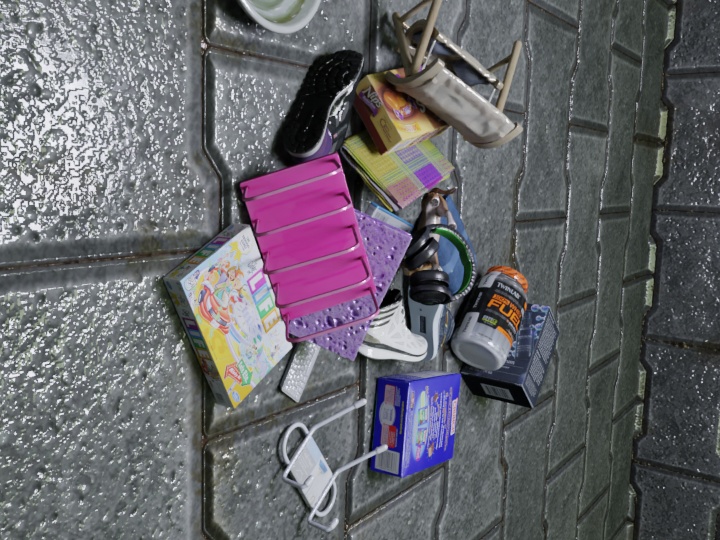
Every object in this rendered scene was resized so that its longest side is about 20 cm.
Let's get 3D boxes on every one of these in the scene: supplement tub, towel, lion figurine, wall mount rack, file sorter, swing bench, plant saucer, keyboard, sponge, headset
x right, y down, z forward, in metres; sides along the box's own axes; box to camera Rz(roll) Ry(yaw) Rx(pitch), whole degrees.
[{"bbox_3d":[0.277,0.097,1.533,0.202,0.121,0.123,-62,140,-28],"label":"supplement tub"},{"bbox_3d":[0.167,-0.046,1.414,0.112,0.048,0.201,-60,140,-30],"label":"towel"},{"bbox_3d":[0.061,-0.180,1.192,0.144,0.023,0.200,47,43,6],"label":"towel"},{"bbox_3d":[0.115,-0.070,1.238,0.123,0.071,0.202,-100,-150,-63],"label":"lion figurine"},{"bbox_3d":[-0.042,0.301,1.147,0.174,0.074,0.202,-53,136,-36],"label":"wall mount rack"},{"bbox_3d":[-0.063,-0.029,0.941,0.126,0.137,0.203,-113,-173,-73],"label":"file sorter"},{"bbox_3d":[0.151,-0.317,1.167,0.198,0.129,0.203,29,55,-33],"label":"swing bench"},{"bbox_3d":[-0.121,-0.408,0.932,0.199,0.050,0.204,-13,106,-53],"label":"plant saucer"},{"bbox_3d":[-0.072,0.101,1.125,0.056,0.011,0.202,46,59,-48],"label":"keyboard"},{"bbox_3d":[-0.017,0.018,1.043,0.030,0.110,0.202,-94,-151,-78],"label":"sponge"},{"bbox_3d":[0.089,0.000,1.129,0.198,0.094,0.125,-13,80,-34],"label":"headset"}]

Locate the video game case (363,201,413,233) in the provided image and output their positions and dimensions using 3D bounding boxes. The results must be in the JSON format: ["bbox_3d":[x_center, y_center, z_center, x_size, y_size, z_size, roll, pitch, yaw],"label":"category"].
[{"bbox_3d":[0.000,0.000,1.124,0.202,0.018,0.143,-60,154,6],"label":"video game case"}]

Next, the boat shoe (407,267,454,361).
[{"bbox_3d":[0.137,0.065,1.370,0.091,0.070,0.203,-36,135,-51],"label":"boat shoe"}]

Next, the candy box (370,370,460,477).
[{"bbox_3d":[0.106,0.279,1.357,0.199,0.076,0.172,5,91,-54],"label":"candy box"}]

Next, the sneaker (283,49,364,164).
[{"bbox_3d":[-0.049,-0.229,1.068,0.202,0.075,0.088,-64,155,-20],"label":"sneaker"}]

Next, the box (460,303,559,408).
[{"bbox_3d":[0.333,0.179,1.604,0.107,0.147,0.202,55,52,-44],"label":"box"}]

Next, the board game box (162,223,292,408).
[{"bbox_3d":[-0.168,0.059,0.958,0.135,0.034,0.202,-46,131,-42],"label":"board game box"}]

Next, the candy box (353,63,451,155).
[{"bbox_3d":[0.076,-0.269,1.197,0.199,0.056,0.118,-28,89,-49],"label":"candy box"}]

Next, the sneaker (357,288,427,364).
[{"bbox_3d":[0.070,0.094,1.253,0.199,0.075,0.117,10,103,-53],"label":"sneaker"}]
